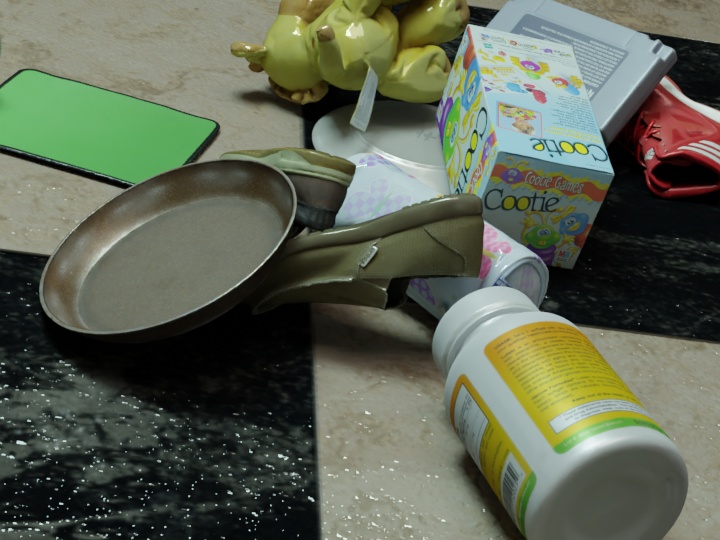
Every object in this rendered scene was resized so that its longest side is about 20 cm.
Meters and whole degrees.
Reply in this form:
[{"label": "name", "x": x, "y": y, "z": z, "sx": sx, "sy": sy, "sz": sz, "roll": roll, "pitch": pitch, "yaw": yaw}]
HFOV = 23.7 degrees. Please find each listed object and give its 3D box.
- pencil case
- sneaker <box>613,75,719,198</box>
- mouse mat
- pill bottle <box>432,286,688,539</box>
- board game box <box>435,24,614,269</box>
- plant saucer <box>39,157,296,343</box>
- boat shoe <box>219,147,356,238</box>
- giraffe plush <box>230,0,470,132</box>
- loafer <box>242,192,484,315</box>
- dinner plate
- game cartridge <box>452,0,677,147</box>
[{"label": "pencil case", "x": 0.051, "y": -0.015, "z": 1.338, "sx": 0.200, "sy": 0.091, "sz": 0.083, "roll": 36, "pitch": 3, "yaw": 34}, {"label": "sneaker", "x": 0.269, "y": -0.135, "z": 1.630, "sx": 0.199, "sy": 0.079, "sz": 0.115, "roll": 22, "pitch": 30, "yaw": 20}, {"label": "mouse mat", "x": -0.237, "y": -0.125, "z": 1.501, "sx": 0.199, "sy": 0.008, "sz": 0.161, "roll": 16, "pitch": 30, "yaw": 9}, {"label": "pill bottle", "x": 0.122, "y": 0.097, "z": 1.139, "sx": 0.111, "sy": 0.111, "sz": 0.200, "roll": -2, "pitch": 32, "yaw": -23}, {"label": "board game box", "x": 0.137, "y": -0.109, "z": 1.478, "sx": 0.104, "sy": 0.103, "sz": 0.200, "roll": 10, "pitch": 36, "yaw": -13}, {"label": "plant saucer", "x": -0.135, "y": -0.010, "z": 1.244, "sx": 0.199, "sy": 0.032, "sz": 0.201, "roll": -15, "pitch": 34, "yaw": 10}, {"label": "boat shoe", "x": -0.068, "y": -0.055, "z": 1.337, "sx": 0.072, "sy": 0.066, "sz": 0.201, "roll": 19, "pitch": -9, "yaw": -25}, {"label": "giraffe plush", "x": -0.020, "y": -0.214, "z": 1.596, "sx": 0.162, "sy": 0.173, "sz": 0.200, "roll": 3, "pitch": 54, "yaw": 46}, {"label": "loafer", "x": 0.000, "y": 0.000, "z": 1.257, "sx": 0.199, "sy": 0.068, "sz": 0.076, "roll": -19, "pitch": -8, "yaw": 16}, {"label": "dinner plate", "x": 0.055, "y": -0.116, "z": 1.575, "sx": 0.199, "sy": 0.024, "sz": 0.200, "roll": 10, "pitch": 30, "yaw": -6}, {"label": "game cartridge", "x": 0.190, "y": -0.191, "z": 1.660, "sx": 0.200, "sy": 0.041, "sz": 0.133, "roll": 30, "pitch": 70, "yaw": 40}]
